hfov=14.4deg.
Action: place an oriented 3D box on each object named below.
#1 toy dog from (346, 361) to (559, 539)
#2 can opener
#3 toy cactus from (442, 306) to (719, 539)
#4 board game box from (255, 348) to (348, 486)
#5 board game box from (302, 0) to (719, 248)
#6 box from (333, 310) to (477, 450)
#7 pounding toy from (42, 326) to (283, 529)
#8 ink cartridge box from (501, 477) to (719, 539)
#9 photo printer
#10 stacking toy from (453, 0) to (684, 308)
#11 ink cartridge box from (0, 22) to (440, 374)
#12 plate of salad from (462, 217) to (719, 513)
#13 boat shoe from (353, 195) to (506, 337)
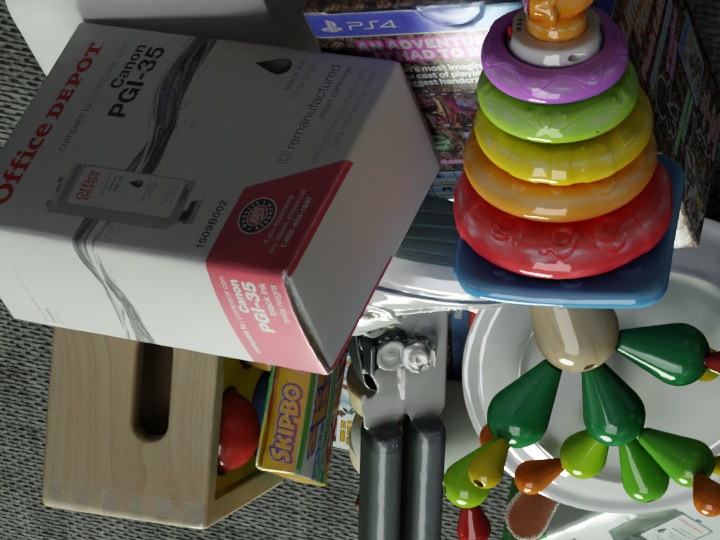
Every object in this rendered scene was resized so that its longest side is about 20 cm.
[{"bbox_3d":[0.072,0.111,1.721,0.199,0.097,0.132,-6,140,28],"label":"toy dog"},{"bbox_3d":[0.022,0.096,1.659,0.052,0.066,0.201,-9,113,-19],"label":"can opener"},{"bbox_3d":[0.126,0.067,1.537,0.199,0.102,0.165,-17,118,14],"label":"toy cactus"},{"bbox_3d":[-0.032,0.071,1.633,0.030,0.096,0.200,9,175,8],"label":"board game box"},{"bbox_3d":[0.084,-0.107,1.482,0.159,0.097,0.200,-1,142,23],"label":"board game box"},{"bbox_3d":[0.031,0.052,1.775,0.136,0.040,0.200,13,145,5],"label":"box"},{"bbox_3d":[-0.090,0.038,1.657,0.142,0.201,0.184,7,-172,15],"label":"pounding toy"},{"bbox_3d":[0.209,0.151,1.804,0.146,0.083,0.200,33,141,-24],"label":"ink cartridge box"},{"bbox_3d":[-0.095,-0.126,1.551,0.166,0.070,0.200,0,142,22],"label":"photo printer"},{"bbox_3d":[0.095,-0.085,1.351,0.109,0.116,0.200,4,132,11],"label":"stacking toy"},{"bbox_3d":[-0.082,-0.039,1.448,0.199,0.147,0.083,9,145,28],"label":"ink cartridge box"},{"bbox_3d":[0.156,0.049,1.608,0.199,0.048,0.201,-1,119,-3],"label":"plate of salad"},{"bbox_3d":[0.000,0.000,1.509,0.199,0.074,0.067,12,123,23],"label":"boat shoe"}]
